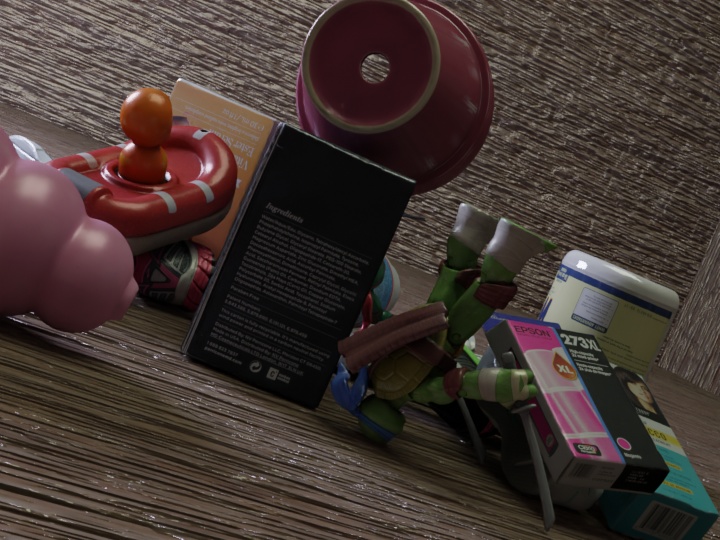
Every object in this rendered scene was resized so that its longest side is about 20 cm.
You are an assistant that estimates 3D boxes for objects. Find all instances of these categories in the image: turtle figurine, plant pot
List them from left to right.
[{"bbox_3d":[0.000,0.000,1.188,0.100,0.151,0.200,-10,1,-23],"label":"turtle figurine"},{"bbox_3d":[0.024,-0.179,1.139,0.199,0.201,0.179,24,1,11],"label":"plant pot"},{"bbox_3d":[0.094,0.062,0.928,0.199,0.195,0.144,26,3,7],"label":"turtle figurine"}]

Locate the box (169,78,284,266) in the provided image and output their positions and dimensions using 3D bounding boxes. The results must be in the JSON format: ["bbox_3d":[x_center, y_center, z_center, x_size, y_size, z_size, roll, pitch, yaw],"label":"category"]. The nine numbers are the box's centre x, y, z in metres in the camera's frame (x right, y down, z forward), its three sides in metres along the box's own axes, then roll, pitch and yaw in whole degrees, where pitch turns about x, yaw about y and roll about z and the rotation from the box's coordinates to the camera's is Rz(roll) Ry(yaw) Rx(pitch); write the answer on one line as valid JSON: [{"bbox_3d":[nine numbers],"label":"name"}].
[{"bbox_3d":[-0.150,-0.078,1.274,0.152,0.201,0.106,25,4,32],"label":"box"}]

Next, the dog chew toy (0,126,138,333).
[{"bbox_3d":[-0.239,-0.028,0.790,0.199,0.125,0.125,30,3,-9],"label":"dog chew toy"}]

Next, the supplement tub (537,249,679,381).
[{"bbox_3d":[0.270,0.092,1.398,0.144,0.201,0.145,23,4,-2],"label":"supplement tub"}]

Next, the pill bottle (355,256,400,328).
[{"bbox_3d":[-0.022,0.014,1.438,0.108,0.109,0.200,24,4,21],"label":"pill bottle"}]

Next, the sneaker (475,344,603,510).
[{"bbox_3d":[0.151,0.128,1.028,0.080,0.070,0.201,35,27,-28],"label":"sneaker"}]

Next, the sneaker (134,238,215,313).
[{"bbox_3d":[-0.203,-0.024,1.158,0.074,0.081,0.200,18,6,-28],"label":"sneaker"}]

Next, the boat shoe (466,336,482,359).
[{"bbox_3d":[0.109,0.102,1.329,0.199,0.067,0.074,23,4,-3],"label":"boat shoe"}]

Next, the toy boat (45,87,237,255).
[{"bbox_3d":[-0.195,-0.101,1.082,0.130,0.131,0.200,25,26,24],"label":"toy boat"}]

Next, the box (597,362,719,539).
[{"bbox_3d":[0.234,0.153,1.043,0.082,0.049,0.200,22,25,-19],"label":"box"}]

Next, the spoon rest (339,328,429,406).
[{"bbox_3d":[0.040,0.098,1.183,0.199,0.061,0.099,10,3,0],"label":"spoon rest"}]

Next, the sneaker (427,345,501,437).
[{"bbox_3d":[0.122,0.133,1.115,0.199,0.077,0.084,27,35,-10],"label":"sneaker"}]

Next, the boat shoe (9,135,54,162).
[{"bbox_3d":[-0.335,-0.079,1.302,0.200,0.072,0.071,39,4,37],"label":"boat shoe"}]

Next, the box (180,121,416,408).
[{"bbox_3d":[-0.052,-0.012,1.015,0.123,0.198,0.200,22,5,-5],"label":"box"}]

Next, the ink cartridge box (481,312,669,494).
[{"bbox_3d":[0.167,0.094,0.973,0.094,0.037,0.200,11,33,-26],"label":"ink cartridge box"}]
